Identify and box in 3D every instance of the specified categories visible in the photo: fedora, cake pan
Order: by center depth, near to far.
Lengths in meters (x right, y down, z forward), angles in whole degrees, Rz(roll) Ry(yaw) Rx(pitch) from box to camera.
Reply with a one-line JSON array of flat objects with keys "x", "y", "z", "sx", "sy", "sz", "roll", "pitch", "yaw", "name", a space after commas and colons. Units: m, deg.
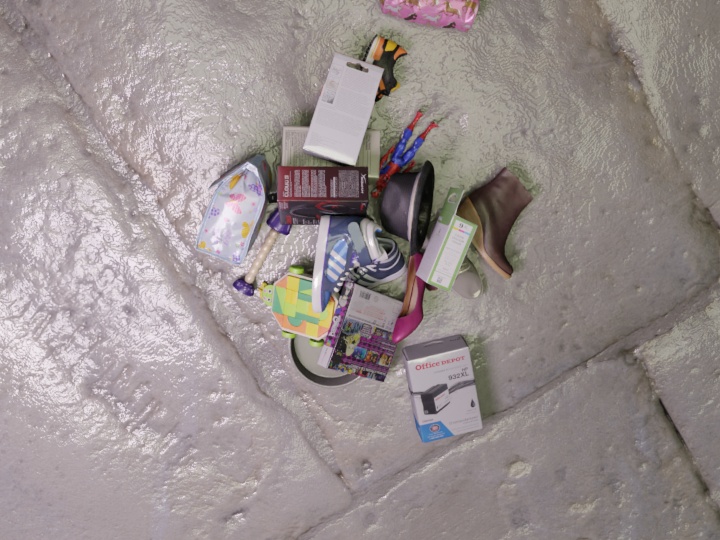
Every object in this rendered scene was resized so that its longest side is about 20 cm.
[{"x": 0.093, "y": -0.133, "z": 1.652, "sx": 0.091, "sy": 0.201, "sz": 0.203, "roll": 11, "pitch": 103, "yaw": 12, "name": "fedora"}, {"x": -0.062, "y": 0.160, "z": 1.765, "sx": 0.198, "sy": 0.037, "sz": 0.203, "roll": -1, "pitch": 104, "yaw": -6, "name": "cake pan"}]

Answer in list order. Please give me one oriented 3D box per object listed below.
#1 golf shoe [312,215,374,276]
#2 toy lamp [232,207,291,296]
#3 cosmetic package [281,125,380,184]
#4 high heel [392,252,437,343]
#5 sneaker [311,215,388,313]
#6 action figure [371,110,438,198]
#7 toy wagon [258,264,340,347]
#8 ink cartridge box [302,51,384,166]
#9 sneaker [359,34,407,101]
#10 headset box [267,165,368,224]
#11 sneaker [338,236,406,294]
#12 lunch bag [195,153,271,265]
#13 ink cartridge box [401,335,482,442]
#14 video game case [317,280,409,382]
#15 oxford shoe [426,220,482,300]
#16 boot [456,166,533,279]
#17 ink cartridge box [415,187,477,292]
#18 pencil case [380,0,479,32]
[{"x": -0.058, "y": -0.051, "z": 1.706, "sx": 0.094, "sy": 0.078, "sz": 0.201, "roll": 39, "pitch": 95, "yaw": 4, "name": "golf shoe"}, {"x": -0.202, "y": -0.044, "z": 1.694, "sx": 0.058, "sy": 0.058, "sz": 0.201, "roll": 29, "pitch": 101, "yaw": -12, "name": "toy lamp"}, {"x": -0.062, "y": -0.234, "z": 1.636, "sx": 0.197, "sy": 0.087, "sz": 0.105, "roll": 3, "pitch": 86, "yaw": -6, "name": "cosmetic package"}, {"x": 0.098, "y": 0.056, "z": 1.712, "sx": 0.096, "sy": 0.067, "sz": 0.201, "roll": 44, "pitch": 57, "yaw": -21, "name": "high heel"}, {"x": -0.019, "y": -0.008, "z": 1.590, "sx": 0.145, "sy": 0.081, "sz": 0.203, "roll": 7, "pitch": 96, "yaw": -3, "name": "sneaker"}, {"x": 0.084, "y": -0.237, "z": 1.682, "sx": 0.065, "sy": 0.052, "sz": 0.201, "roll": 32, "pitch": 101, "yaw": -15, "name": "action figure"}, {"x": -0.135, "y": 0.070, "z": 1.688, "sx": 0.198, "sy": 0.040, "sz": 0.157, "roll": 14, "pitch": 106, "yaw": 21, "name": "toy wagon"}, {"x": -0.033, "y": -0.313, "z": 1.572, "sx": 0.108, "sy": 0.050, "sz": 0.202, "roll": 18, "pitch": 86, "yaw": -4, "name": "ink cartridge box"}, {"x": 0.033, "y": -0.370, "z": 1.631, "sx": 0.089, "sy": 0.070, "sz": 0.202, "roll": 18, "pitch": 99, "yaw": -7, "name": "sneaker"}, {"x": -0.085, "y": -0.147, "z": 1.592, "sx": 0.197, "sy": 0.149, "sz": 0.076, "roll": 0, "pitch": 75, "yaw": -4, "name": "headset box"}, {"x": 0.000, "y": 0.000, "z": 1.692, "sx": 0.198, "sy": 0.070, "sz": 0.109, "roll": -28, "pitch": 146, "yaw": -5, "name": "sneaker"}, {"x": -0.248, "y": -0.135, "z": 1.607, "sx": 0.126, "sy": 0.170, "sz": 0.202, "roll": 23, "pitch": 103, "yaw": -8, "name": "lunch bag"}, {"x": 0.183, "y": 0.264, "z": 1.793, "sx": 0.143, "sy": 0.084, "sz": 0.202, "roll": -12, "pitch": 104, "yaw": -2, "name": "ink cartridge box"}, {"x": 0.011, "y": 0.133, "z": 1.693, "sx": 0.199, "sy": 0.036, "sz": 0.183, "roll": 21, "pitch": 87, "yaw": -49, "name": "video game case"}, {"x": 0.205, "y": -0.016, "z": 1.743, "sx": 0.075, "sy": 0.058, "sz": 0.201, "roll": -31, "pitch": 106, "yaw": 0, "name": "oxford shoe"}, {"x": 0.312, "y": -0.099, "z": 1.724, "sx": 0.166, "sy": 0.072, "sz": 0.200, "roll": -40, "pitch": 101, "yaw": 6, "name": "boot"}, {"x": 0.186, "y": -0.065, "z": 1.648, "sx": 0.059, "sy": 0.104, "sz": 0.202, "roll": 20, "pitch": 95, "yaw": -11, "name": "ink cartridge box"}, {"x": 0.139, "y": -0.539, "z": 1.598, "sx": 0.198, "sy": 0.087, "sz": 0.084, "roll": 11, "pitch": 71, "yaw": -9, "name": "pencil case"}]
